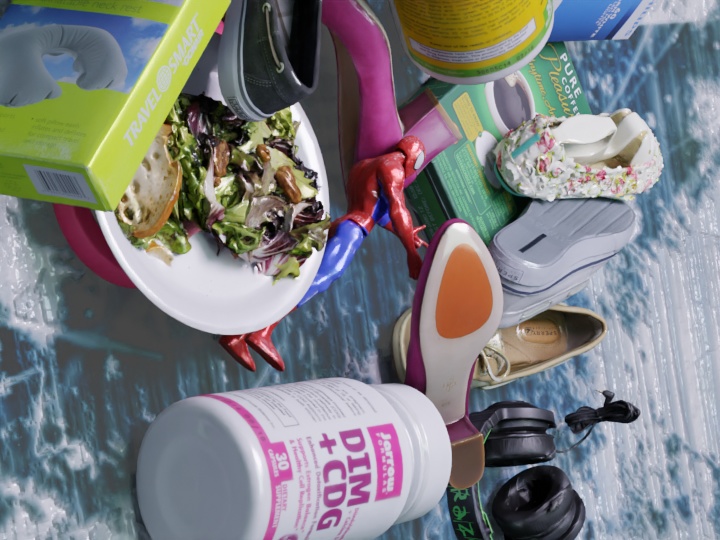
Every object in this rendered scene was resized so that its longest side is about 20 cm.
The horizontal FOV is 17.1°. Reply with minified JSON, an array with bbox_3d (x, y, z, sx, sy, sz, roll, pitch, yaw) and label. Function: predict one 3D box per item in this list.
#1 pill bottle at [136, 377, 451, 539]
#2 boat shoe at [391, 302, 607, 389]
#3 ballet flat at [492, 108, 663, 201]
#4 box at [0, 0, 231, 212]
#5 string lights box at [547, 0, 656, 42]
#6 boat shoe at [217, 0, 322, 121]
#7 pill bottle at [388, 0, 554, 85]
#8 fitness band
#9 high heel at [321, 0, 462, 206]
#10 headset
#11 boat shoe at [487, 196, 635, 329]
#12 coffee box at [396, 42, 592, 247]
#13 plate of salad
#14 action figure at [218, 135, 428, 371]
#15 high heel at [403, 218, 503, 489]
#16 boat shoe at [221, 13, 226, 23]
[{"bbox_3d":[-0.039,0.129,1.563,0.200,0.113,0.114,-6,88,-48],"label":"pill bottle"},{"bbox_3d":[0.101,0.048,1.769,0.200,0.063,0.074,-11,93,-48],"label":"boat shoe"},{"bbox_3d":[0.180,-0.091,1.803,0.200,0.064,0.076,-13,63,-50],"label":"ballet flat"},{"bbox_3d":[-0.165,-0.130,1.456,0.200,0.122,0.048,-64,150,-32],"label":"box"},{"bbox_3d":[0.141,-0.224,1.799,0.103,0.059,0.200,45,26,18],"label":"string lights box"},{"bbox_3d":[-0.046,-0.191,1.527,0.070,0.066,0.201,37,51,-45],"label":"boat shoe"},{"bbox_3d":[0.063,-0.225,1.601,0.200,0.111,0.111,70,35,-55],"label":"pill bottle"},{"bbox_3d":[-0.136,-0.087,1.551,0.143,0.037,0.201,28,65,-45],"label":"fitness band"},{"bbox_3d":[-0.018,-0.136,1.661,0.096,0.067,0.200,-36,122,4],"label":"high heel"},{"bbox_3d":[0.134,0.147,1.766,0.200,0.094,0.124,-38,112,-55],"label":"headset"},{"bbox_3d":[0.136,-0.011,1.771,0.200,0.073,0.067,-22,142,-55],"label":"boat shoe"},{"bbox_3d":[0.101,-0.103,1.807,0.200,0.044,0.123,-44,117,-42],"label":"coffee box"},{"bbox_3d":[-0.088,-0.060,1.523,0.200,0.048,0.201,14,68,-41],"label":"plate of salad"},{"bbox_3d":[0.000,0.000,1.631,0.099,0.065,0.200,44,68,-23],"label":"action figure"},{"bbox_3d":[0.049,0.047,1.655,0.067,0.096,0.201,-8,115,-23],"label":"high heel"},{"bbox_3d":[-0.105,-0.244,1.592,0.070,0.070,0.200,-103,170,-67],"label":"boat shoe"}]
